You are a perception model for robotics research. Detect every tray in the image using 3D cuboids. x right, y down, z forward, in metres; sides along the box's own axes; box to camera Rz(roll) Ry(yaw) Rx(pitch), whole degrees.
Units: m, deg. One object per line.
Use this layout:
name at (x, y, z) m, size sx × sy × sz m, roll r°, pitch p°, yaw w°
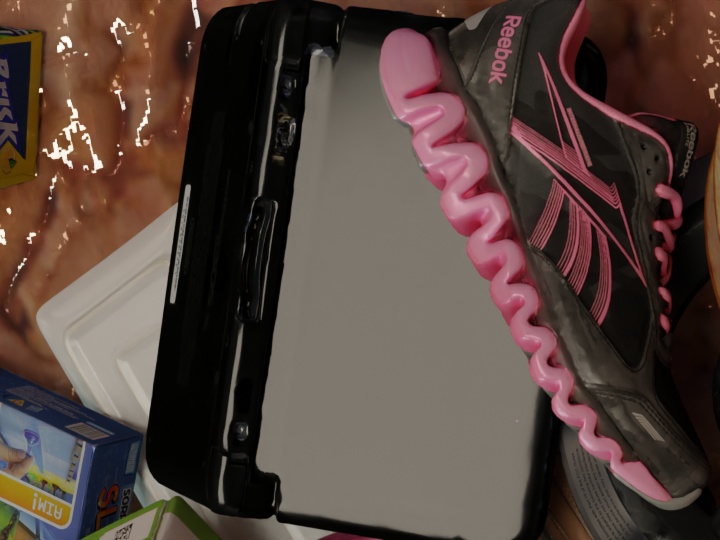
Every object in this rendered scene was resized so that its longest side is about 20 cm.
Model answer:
tray at (-0.060, 0.077, 1.183) m, size 0.107 × 0.022 × 0.200 m, roll -36°, pitch 81°, yaw 27°

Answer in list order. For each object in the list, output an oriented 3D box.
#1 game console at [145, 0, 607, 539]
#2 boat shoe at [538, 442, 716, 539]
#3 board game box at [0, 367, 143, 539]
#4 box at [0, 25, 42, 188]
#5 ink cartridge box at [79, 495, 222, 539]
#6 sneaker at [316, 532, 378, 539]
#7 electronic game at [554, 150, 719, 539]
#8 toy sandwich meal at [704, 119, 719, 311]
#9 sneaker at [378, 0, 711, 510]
game console at (0.000, 0.000, 1.096) m, size 0.176 × 0.116 × 0.200 m, roll -172°, pitch 90°, yaw -71°
boat shoe at (0.120, 0.143, 1.071) m, size 0.068 × 0.072 × 0.200 m, roll -34°, pitch 70°, yaw 28°
board game box at (-0.192, 0.103, 1.236) m, size 0.200 × 0.034 × 0.135 m, roll 22°, pitch 109°, yaw 32°
box at (-0.241, -0.082, 1.231) m, size 0.200 × 0.064 × 0.070 m, roll 10°, pitch 103°, yaw 27°
ink cartridge box at (-0.075, 0.211, 1.085) m, size 0.076 × 0.200 × 0.148 m, roll -28°, pitch 116°, yaw 29°
sneaker at (0.043, 0.180, 1.079) m, size 0.200 × 0.074 × 0.087 m, roll 39°, pitch 146°, yaw 48°
electronic game at (0.169, 0.045, 1.016) m, size 0.200 × 0.042 × 0.200 m, roll -3°, pitch 79°, yaw 17°
toy sandwich meal at (0.215, -0.030, 0.954) m, size 0.205 × 0.070 × 0.205 m, roll -3°, pitch 79°, yaw 17°
sneaker at (0.086, -0.014, 0.989) m, size 0.095 × 0.079 × 0.200 m, roll -27°, pitch 83°, yaw 2°
